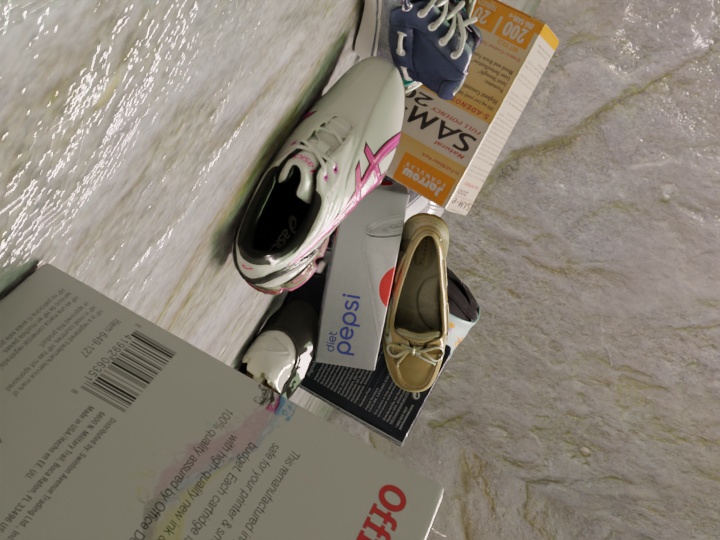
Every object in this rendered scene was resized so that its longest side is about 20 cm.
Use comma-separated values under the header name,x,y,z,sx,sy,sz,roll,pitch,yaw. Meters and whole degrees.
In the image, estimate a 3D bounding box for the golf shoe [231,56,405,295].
name,x,y,z,sx,sy,sz,roll,pitch,yaw
golf shoe,-0.025,-0.074,0.809,0.201,0.072,0.092,-61,174,-8

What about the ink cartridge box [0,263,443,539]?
name,x,y,z,sx,sy,sz,roll,pitch,yaw
ink cartridge box,-0.095,0.129,0.443,0.145,0.199,0.147,-64,174,34

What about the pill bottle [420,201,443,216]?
name,x,y,z,sx,sy,sz,roll,pitch,yaw
pill bottle,0.113,-0.171,1.503,0.201,0.112,0.113,-62,175,16

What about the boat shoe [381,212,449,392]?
name,x,y,z,sx,sy,sz,roll,pitch,yaw
boat shoe,0.061,0.043,1.172,0.063,0.073,0.202,-82,180,-70

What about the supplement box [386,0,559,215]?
name,x,y,z,sx,sy,sz,roll,pitch,yaw
supplement box,0.091,-0.173,1.099,0.201,0.126,0.073,-63,160,8

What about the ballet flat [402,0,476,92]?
name,x,y,z,sx,sy,sz,roll,pitch,yaw
ballet flat,0.066,-0.240,0.940,0.201,0.069,0.069,-63,175,3

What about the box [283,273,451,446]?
name,x,y,z,sx,sy,sz,roll,pitch,yaw
box,-0.002,0.101,1.331,0.125,0.196,0.200,-62,175,1

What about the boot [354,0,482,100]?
name,x,y,z,sx,sy,sz,roll,pitch,yaw
boot,0.052,-0.197,0.806,0.073,0.090,0.200,-60,175,-14

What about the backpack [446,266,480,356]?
name,x,y,z,sx,sy,sz,roll,pitch,yaw
backpack,0.059,0.044,1.519,0.154,0.199,0.176,-62,-173,17

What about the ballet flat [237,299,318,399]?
name,x,y,z,sx,sy,sz,roll,pitch,yaw
ballet flat,-0.106,0.123,1.155,0.201,0.068,0.068,-62,167,3

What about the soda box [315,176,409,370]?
name,x,y,z,sx,sy,sz,roll,pitch,yaw
soda box,0.000,0.000,1.165,0.064,0.068,0.201,-97,-162,-71

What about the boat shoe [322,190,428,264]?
name,x,y,z,sx,sy,sz,roll,pitch,yaw
boat shoe,0.016,-0.075,1.329,0.200,0.071,0.068,-39,128,-41
